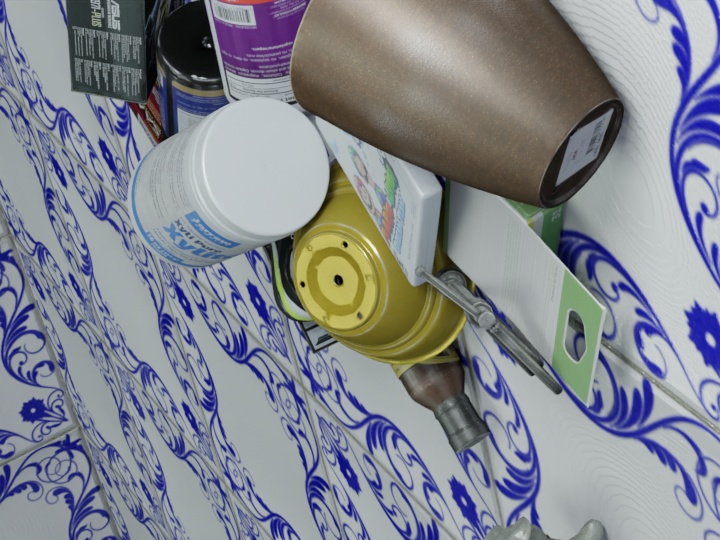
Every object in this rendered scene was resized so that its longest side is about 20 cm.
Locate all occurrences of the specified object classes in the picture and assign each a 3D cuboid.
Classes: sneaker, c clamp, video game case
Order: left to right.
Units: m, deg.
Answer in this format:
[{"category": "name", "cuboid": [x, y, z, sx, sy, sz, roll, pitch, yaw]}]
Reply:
[{"category": "sneaker", "cuboid": [-0.053, -0.046, 1.885, 0.083, 0.071, 0.201, -18, 84, 63]}, {"category": "video game case", "cuboid": [0.012, -0.098, 1.617, 0.183, 0.024, 0.200, 60, 169, 18]}, {"category": "c clamp", "cuboid": [0.106, 0.038, 1.637, 0.171, 0.027, 0.200, 42, -178, -7]}]

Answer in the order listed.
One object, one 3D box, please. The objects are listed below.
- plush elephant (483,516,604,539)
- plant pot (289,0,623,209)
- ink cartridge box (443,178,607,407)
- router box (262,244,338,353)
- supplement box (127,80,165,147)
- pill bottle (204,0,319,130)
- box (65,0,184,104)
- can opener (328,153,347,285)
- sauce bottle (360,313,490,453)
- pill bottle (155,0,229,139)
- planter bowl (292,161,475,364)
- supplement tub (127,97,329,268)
[{"category": "plush elephant", "cuboid": [0.170, 0.291, 1.736, 0.165, 0.199, 0.156, 168, 95, -79]}, {"category": "plant pot", "cuboid": [0.084, -0.139, 1.385, 0.200, 0.187, 0.187, 38, 152, 23]}, {"category": "ink cartridge box", "cuboid": [0.143, -0.005, 1.569, 0.200, 0.048, 0.146, 46, 156, 28]}, {"category": "router box", "cuboid": [-0.059, 0.001, 2.031, 0.200, 0.052, 0.158, -106, -10, -88]}, {"category": "supplement box", "cuboid": [-0.232, -0.228, 2.276, 0.109, 0.061, 0.200, 58, 162, 15]}, {"category": "pill bottle", "cuboid": [-0.082, -0.220, 1.790, 0.112, 0.112, 0.201, 45, 155, 44]}, {"category": "box", "cuboid": [-0.241, -0.304, 1.993, 0.201, 0.086, 0.164, 95, -173, -46]}, {"category": "can opener", "cuboid": [0.001, -0.039, 1.901, 0.067, 0.053, 0.201, 48, 157, 41]}, {"category": "sauce bottle", "cuboid": [0.060, 0.084, 1.889, 0.201, 0.064, 0.065, 59, 161, 11]}, {"category": "pill bottle", "cuboid": [-0.159, -0.185, 2.051, 0.112, 0.111, 0.200, 55, 160, 25]}, {"category": "planter bowl", "cuboid": [0.000, 0.000, 1.755, 0.199, 0.083, 0.202, 11, 110, 32]}, {"category": "supplement tub", "cuboid": [-0.126, -0.078, 1.793, 0.200, 0.132, 0.133, -18, 98, 63]}]
